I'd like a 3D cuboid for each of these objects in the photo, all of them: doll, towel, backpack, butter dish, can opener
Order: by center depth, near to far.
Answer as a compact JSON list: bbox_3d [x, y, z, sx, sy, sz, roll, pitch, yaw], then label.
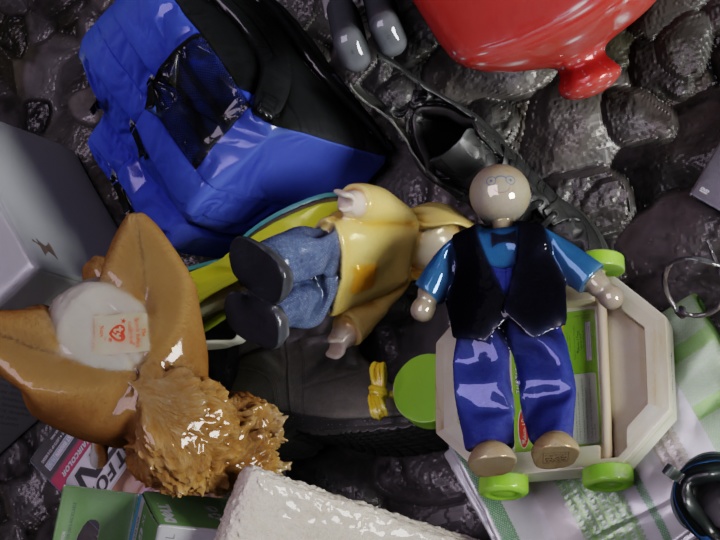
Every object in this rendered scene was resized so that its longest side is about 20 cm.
[{"bbox_3d":[0.099,0.026,1.350,0.136,0.048,0.200,-8,67,7],"label":"doll"},{"bbox_3d":[0.166,0.123,1.374,0.200,0.031,0.149,-34,65,11],"label":"towel"},{"bbox_3d":[-0.011,0.213,1.383,0.133,0.200,0.034,-69,20,-2],"label":"towel"},{"bbox_3d":[0.128,-0.185,1.413,0.199,0.200,0.148,-20,92,23],"label":"butter dish"},{"bbox_3d":[-0.004,-0.189,1.482,0.053,0.067,0.200,-24,23,6],"label":"can opener"},{"bbox_3d":[-0.113,-0.118,1.520,0.168,0.162,0.200,-42,63,18],"label":"backpack"}]

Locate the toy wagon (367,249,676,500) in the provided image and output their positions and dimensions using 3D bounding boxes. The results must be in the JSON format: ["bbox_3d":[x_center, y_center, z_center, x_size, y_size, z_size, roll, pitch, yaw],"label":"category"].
[{"bbox_3d":[0.103,0.071,1.381,0.200,0.040,0.156,-7,67,19],"label":"toy wagon"}]

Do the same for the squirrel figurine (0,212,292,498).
[{"bbox_3d":[-0.146,0.088,1.416,0.141,0.187,0.200,-41,74,-18],"label":"squirrel figurine"}]

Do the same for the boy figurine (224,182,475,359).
[{"bbox_3d":[0.000,0.000,1.424,0.064,0.200,0.125,29,120,40],"label":"boy figurine"}]

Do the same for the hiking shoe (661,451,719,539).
[{"bbox_3d":[0.272,0.172,1.269,0.200,0.087,0.075,22,91,17],"label":"hiking shoe"}]

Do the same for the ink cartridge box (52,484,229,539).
[{"bbox_3d":[-0.104,0.207,1.408,0.059,0.200,0.104,-133,54,-66],"label":"ink cartridge box"}]

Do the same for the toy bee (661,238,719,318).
[{"bbox_3d":[0.296,0.026,1.294,0.131,0.109,0.200,-32,103,38],"label":"toy bee"}]

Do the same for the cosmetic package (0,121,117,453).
[{"bbox_3d":[-0.294,0.014,1.585,0.200,0.166,0.168,-40,63,15],"label":"cosmetic package"}]

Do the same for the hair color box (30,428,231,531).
[{"bbox_3d":[-0.134,0.160,1.523,0.200,0.061,0.099,39,97,29],"label":"hair color box"}]

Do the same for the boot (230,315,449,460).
[{"bbox_3d":[-0.009,0.060,1.479,0.200,0.068,0.131,-4,70,26],"label":"boot"}]

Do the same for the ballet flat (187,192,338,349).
[{"bbox_3d":[-0.078,0.013,1.485,0.200,0.067,0.067,-25,67,30],"label":"ballet flat"}]

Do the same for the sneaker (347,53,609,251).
[{"bbox_3d":[0.081,-0.062,1.432,0.060,0.104,0.200,-46,61,11],"label":"sneaker"}]

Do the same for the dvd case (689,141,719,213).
[{"bbox_3d":[0.321,-0.101,1.362,0.149,0.016,0.200,32,94,31],"label":"dvd case"}]
